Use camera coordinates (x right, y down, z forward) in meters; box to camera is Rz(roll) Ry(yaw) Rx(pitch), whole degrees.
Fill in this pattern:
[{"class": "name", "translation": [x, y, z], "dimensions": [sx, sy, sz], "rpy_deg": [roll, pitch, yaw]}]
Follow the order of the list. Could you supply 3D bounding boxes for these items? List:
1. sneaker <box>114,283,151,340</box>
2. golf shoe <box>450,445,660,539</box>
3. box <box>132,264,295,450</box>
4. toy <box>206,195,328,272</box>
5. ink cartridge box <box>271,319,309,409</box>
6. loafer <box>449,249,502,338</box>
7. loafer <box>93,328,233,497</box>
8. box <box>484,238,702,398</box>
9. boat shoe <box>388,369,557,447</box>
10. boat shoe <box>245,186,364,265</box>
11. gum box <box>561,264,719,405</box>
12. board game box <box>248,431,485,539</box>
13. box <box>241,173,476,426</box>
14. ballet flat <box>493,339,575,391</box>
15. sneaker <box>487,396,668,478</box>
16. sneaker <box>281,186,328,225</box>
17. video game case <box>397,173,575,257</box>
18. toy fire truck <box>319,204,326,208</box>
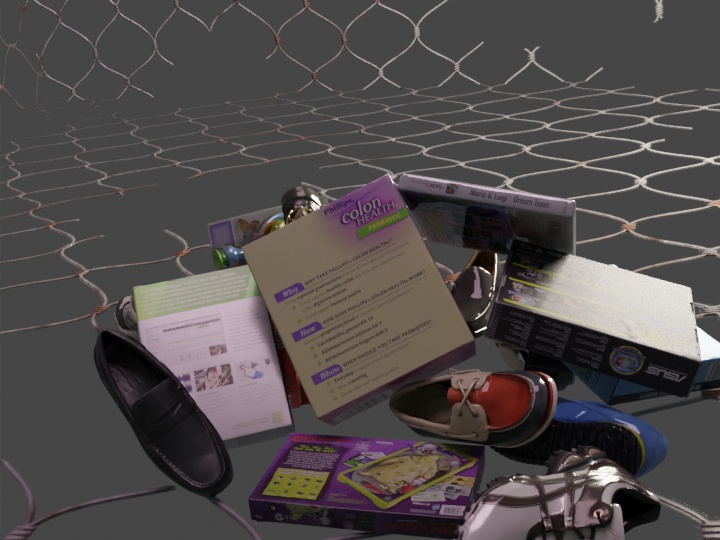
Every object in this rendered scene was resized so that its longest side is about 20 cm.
[{"class": "sneaker", "translation": [-0.283, 0.053, 1.192], "dimensions": [0.075, 0.088, 0.200], "rpy_deg": [-20, 24, -29]}, {"class": "golf shoe", "translation": [0.157, 0.203, 0.699], "dimensions": [0.199, 0.078, 0.094], "rpy_deg": [-22, 26, -33]}, {"class": "box", "translation": [-0.160, 0.095, 0.948], "dimensions": [0.144, 0.036, 0.201], "rpy_deg": [-11, 63, -8]}, {"class": "toy", "translation": [-0.125, -0.035, 1.335], "dimensions": [0.199, 0.116, 0.047], "rpy_deg": [-15, 18, -22]}, {"class": "ink cartridge box", "translation": [-0.108, 0.102, 0.995], "dimensions": [0.199, 0.050, 0.109], "rpy_deg": [-9, 59, -6]}, {"class": "loafer", "translation": [0.146, 0.028, 1.161], "dimensions": [0.072, 0.073, 0.200], "rpy_deg": [1, 23, 16]}, {"class": "loafer", "translation": [-0.199, 0.138, 0.863], "dimensions": [0.068, 0.070, 0.201], "rpy_deg": [-37, 69, -17]}, {"class": "box", "translation": [0.237, 0.042, 0.897], "dimensions": [0.199, 0.044, 0.160], "rpy_deg": [16, 29, 8]}, {"class": "boat shoe", "translation": [0.103, 0.127, 0.833], "dimensions": [0.062, 0.072, 0.200], "rpy_deg": [22, -20, -26]}, {"class": "boat shoe", "translation": [-0.068, -0.056, 1.180], "dimensions": [0.199, 0.067, 0.074], "rpy_deg": [-23, 27, -2]}, {"class": "gum box", "translation": [0.277, 0.063, 0.969], "dimensions": [0.169, 0.045, 0.200], "rpy_deg": [-3, 31, -28]}, {"class": "board game box", "translation": [0.010, 0.197, 0.821], "dimensions": [0.199, 0.032, 0.120], "rpy_deg": [1, 25, 17]}, {"class": "box", "translation": [0.000, 0.034, 0.929], "dimensions": [0.175, 0.201, 0.097], "rpy_deg": [-27, -16, 1]}, {"class": "ballet flat", "translation": [0.191, 0.078, 1.029], "dimensions": [0.073, 0.073, 0.200], "rpy_deg": [-6, 23, -1]}, {"class": "sneaker", "translation": [0.196, 0.154, 0.851], "dimensions": [0.199, 0.066, 0.078], "rpy_deg": [10, 7, 40]}, {"class": "sneaker", "translation": [-0.039, -0.029, 1.299], "dimensions": [0.076, 0.199, 0.115], "rpy_deg": [-27, 46, 28]}, {"class": "video game case", "translation": [0.147, -0.053, 0.978], "dimensions": [0.181, 0.024, 0.200], "rpy_deg": [11, -11, 16]}, {"class": "toy fire truck", "translation": [0.000, 0.000, 1.094], "dimensions": [0.128, 0.201, 0.176], "rpy_deg": [-16, 23, -27]}]
